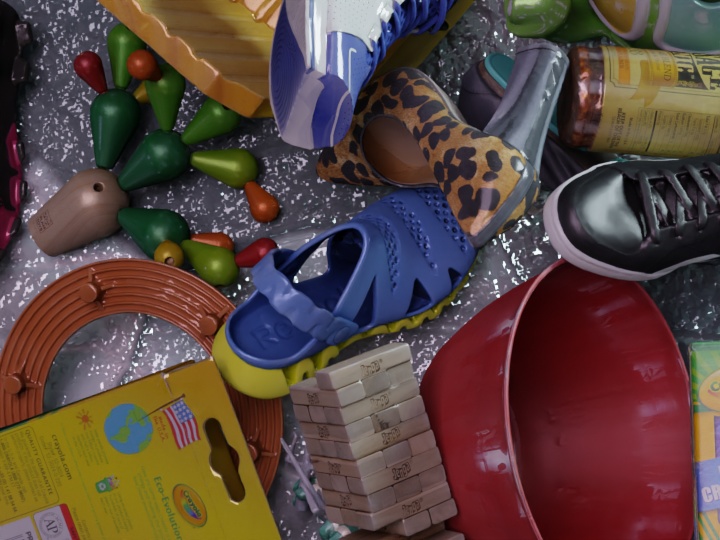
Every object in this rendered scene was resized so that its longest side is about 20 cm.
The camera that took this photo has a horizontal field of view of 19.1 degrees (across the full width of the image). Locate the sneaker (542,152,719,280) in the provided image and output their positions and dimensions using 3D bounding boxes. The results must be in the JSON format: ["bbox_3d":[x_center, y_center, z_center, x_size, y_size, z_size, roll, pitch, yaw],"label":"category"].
[{"bbox_3d":[0.208,-0.050,1.204,0.199,0.112,0.073,-2,66,-30],"label":"sneaker"}]

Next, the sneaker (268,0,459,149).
[{"bbox_3d":[0.012,-0.160,1.249,0.115,0.081,0.200,12,50,-12],"label":"sneaker"}]

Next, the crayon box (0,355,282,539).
[{"bbox_3d":[-0.146,0.137,1.318,0.199,0.051,0.127,-19,92,20],"label":"crayon box"}]

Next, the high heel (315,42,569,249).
[{"bbox_3d":[0.027,-0.052,1.257,0.200,0.071,0.143,-20,37,41],"label":"high heel"}]

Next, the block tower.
[{"bbox_3d":[0.019,0.142,1.178,0.054,0.058,0.201,-21,100,-30],"label":"block tower"}]

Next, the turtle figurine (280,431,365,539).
[{"bbox_3d":[0.009,0.160,1.269,0.100,0.150,0.201,-6,84,-3],"label":"turtle figurine"}]

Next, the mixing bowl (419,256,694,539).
[{"bbox_3d":[0.100,0.098,1.233,0.108,0.200,0.201,-12,73,39],"label":"mixing bowl"}]

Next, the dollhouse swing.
[{"bbox_3d":[-0.060,-0.198,1.326,0.200,0.176,0.182,42,91,14],"label":"dollhouse swing"}]

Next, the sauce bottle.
[{"bbox_3d":[0.218,-0.096,1.266,0.199,0.066,0.066,3,78,-7],"label":"sauce bottle"}]

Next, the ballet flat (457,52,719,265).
[{"bbox_3d":[0.135,-0.051,1.310,0.200,0.073,0.073,40,91,15],"label":"ballet flat"}]

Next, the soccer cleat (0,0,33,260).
[{"bbox_3d":[-0.271,-0.086,1.443,0.086,0.070,0.201,-3,74,32],"label":"soccer cleat"}]

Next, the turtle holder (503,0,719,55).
[{"bbox_3d":[0.186,-0.198,1.287,0.185,0.132,0.142,6,80,18],"label":"turtle holder"}]

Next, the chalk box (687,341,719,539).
[{"bbox_3d":[0.249,0.102,1.201,0.123,0.124,0.201,-1,78,11],"label":"chalk box"}]

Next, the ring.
[{"bbox_3d":[-0.144,0.092,1.348,0.200,0.019,0.201,2,97,18],"label":"ring"}]

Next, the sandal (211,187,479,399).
[{"bbox_3d":[0.000,0.000,1.297,0.200,0.087,0.079,-36,66,-26],"label":"sandal"}]

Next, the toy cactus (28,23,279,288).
[{"bbox_3d":[-0.146,-0.060,1.387,0.165,0.102,0.200,-32,79,18],"label":"toy cactus"}]
